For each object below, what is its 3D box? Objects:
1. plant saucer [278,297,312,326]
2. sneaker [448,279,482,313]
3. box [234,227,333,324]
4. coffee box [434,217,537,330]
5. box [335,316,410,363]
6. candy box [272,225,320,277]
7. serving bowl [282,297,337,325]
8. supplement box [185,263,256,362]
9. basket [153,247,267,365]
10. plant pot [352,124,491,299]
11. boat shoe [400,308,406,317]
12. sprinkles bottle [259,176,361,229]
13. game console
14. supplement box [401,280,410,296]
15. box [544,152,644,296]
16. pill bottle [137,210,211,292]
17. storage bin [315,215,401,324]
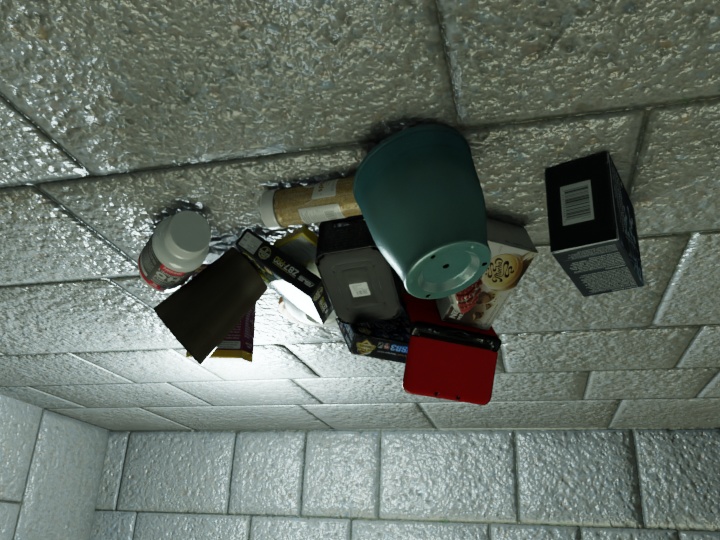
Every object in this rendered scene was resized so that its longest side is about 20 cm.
[{"bbox_3d":[-0.113,0.102,1.613,0.193,0.033,0.201,3,156,1],"label":"plant saucer"},{"bbox_3d":[0.157,-0.023,1.140,0.076,0.206,0.082,-16,176,-34],"label":"sneaker"},{"bbox_3d":[-0.151,0.014,1.287,0.197,0.050,0.162,33,165,17],"label":"box"},{"bbox_3d":[0.233,0.008,1.212,0.110,0.081,0.203,12,127,-19],"label":"coffee box"},{"bbox_3d":[0.056,0.136,1.342,0.193,0.051,0.200,11,-168,-15],"label":"box"},{"bbox_3d":[-0.080,-0.012,1.308,0.101,0.027,0.199,-23,131,37],"label":"candy box"},{"bbox_3d":[-0.086,0.074,1.462,0.193,0.067,0.202,-1,146,-1],"label":"serving bowl"},{"bbox_3d":[-0.302,0.095,1.394,0.126,0.207,0.103,2,168,5],"label":"supplement box"},{"bbox_3d":[-0.293,0.063,1.278,0.179,0.200,0.137,32,161,51],"label":"basket"},{"bbox_3d":[0.104,-0.073,0.942,0.194,0.192,0.202,-12,146,-8],"label":"plant pot"},{"bbox_3d":[0.105,0.078,1.412,0.196,0.072,0.072,14,139,-32],"label":"boat shoe"},{"bbox_3d":[-0.073,-0.116,1.083,0.194,0.070,0.068,-7,155,20],"label":"sprinkles bottle"},{"bbox_3d":[0.167,0.154,1.262,0.194,0.174,0.121,13,116,-19],"label":"game console"},{"bbox_3d":[0.184,0.044,1.344,0.193,0.071,0.067,9,154,-8],"label":"supplement box"},{"bbox_3d":[0.386,-0.067,1.041,0.105,0.153,0.199,-12,153,30],"label":"box"},{"bbox_3d":[-0.358,-0.039,1.230,0.108,0.114,0.199,15,153,-27],"label":"pill bottle"},{"bbox_3d":[0.000,0.000,1.219,0.131,0.095,0.203,-8,134,11],"label":"storage bin"}]
